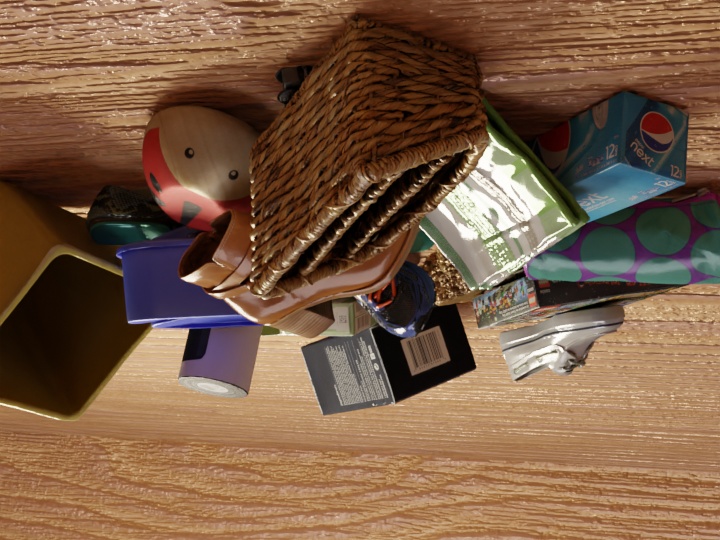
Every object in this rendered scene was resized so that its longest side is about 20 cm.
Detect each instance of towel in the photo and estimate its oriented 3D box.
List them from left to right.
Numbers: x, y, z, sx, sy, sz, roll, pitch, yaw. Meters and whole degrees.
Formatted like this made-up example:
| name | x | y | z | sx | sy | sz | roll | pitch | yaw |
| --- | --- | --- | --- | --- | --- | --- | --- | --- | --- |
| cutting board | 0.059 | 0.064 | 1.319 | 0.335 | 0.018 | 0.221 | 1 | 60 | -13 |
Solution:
| name | x | y | z | sx | sy | sz | roll | pitch | yaw |
| --- | --- | --- | --- | --- | --- | --- | --- | --- | --- |
| towel | 0.101 | -0.062 | 1.079 | 0.149 | 0.031 | 0.200 | 47 | 156 | -1 |

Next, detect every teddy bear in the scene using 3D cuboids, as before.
| name | x | y | z | sx | sy | sz | roll | pitch | yaw |
| --- | --- | --- | --- | --- | --- | --- | --- | --- | --- |
| teddy bear | 0.140 | -0.019 | 1.329 | 0.144 | 0.067 | 0.200 | -9 | 168 | -16 |

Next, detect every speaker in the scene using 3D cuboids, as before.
| name | x | y | z | sx | sy | sz | roll | pitch | yaw |
| --- | --- | --- | --- | --- | --- | --- | --- | --- | --- |
| speaker | -0.141 | 0.033 | 1.353 | 0.081 | 0.201 | 0.081 | 10 | 162 | 3 |

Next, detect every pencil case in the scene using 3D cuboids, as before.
| name | x | y | z | sx | sy | sz | roll | pitch | yaw |
| --- | --- | --- | --- | --- | --- | --- | --- | --- | --- |
| pencil case | 0.250 | -0.034 | 1.174 | 0.198 | 0.093 | 0.085 | 0 | -161 | 13 |

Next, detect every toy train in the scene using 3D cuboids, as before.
| name | x | y | z | sx | sy | sz | roll | pitch | yaw |
| --- | --- | --- | --- | --- | --- | --- | --- | --- | --- |
| toy train | -0.044 | -0.106 | 1.054 | 0.045 | 0.034 | 0.200 | -9 | 150 | -5 |

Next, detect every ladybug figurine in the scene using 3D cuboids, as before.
| name | x | y | z | sx | sy | sz | roll | pitch | yaw |
| --- | --- | --- | --- | --- | --- | --- | --- | --- | --- |
| ladybug figurine | -0.142 | -0.086 | 1.128 | 0.135 | 0.072 | 0.200 | 23 | 164 | -6 |

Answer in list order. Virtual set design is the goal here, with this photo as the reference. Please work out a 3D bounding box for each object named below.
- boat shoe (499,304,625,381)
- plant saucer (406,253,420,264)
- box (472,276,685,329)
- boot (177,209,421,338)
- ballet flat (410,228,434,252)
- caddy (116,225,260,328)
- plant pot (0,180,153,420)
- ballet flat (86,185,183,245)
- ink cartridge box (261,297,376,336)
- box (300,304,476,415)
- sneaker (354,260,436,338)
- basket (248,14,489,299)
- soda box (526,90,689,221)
| name | x | y | z | sx | sy | sz | roll | pitch | yaw |
| --- | --- | --- | --- | --- | --- | --- | --- | --- | --- |
| boat shoe | 0.235 | 0.086 | 1.403 | 0.073 | 0.067 | 0.200 | -7 | 172 | -27 |
| plant saucer | -0.029 | -0.007 | 1.472 | 0.199 | 0.037 | 0.201 | 7 | 164 | 2 |
| box | 0.242 | 0.023 | 1.357 | 0.199 | 0.038 | 0.136 | -8 | 171 | -24 |
| boot | -0.052 | -0.026 | 1.084 | 0.154 | 0.074 | 0.200 | 26 | 117 | -33 |
| ballet flat | 0.013 | -0.066 | 1.199 | 0.199 | 0.068 | 0.070 | 14 | 146 | -34 |
| caddy | -0.146 | 0.000 | 1.229 | 0.198 | 0.106 | 0.141 | -3 | 174 | 11 |
| plant pot | -0.362 | 0.012 | 1.343 | 0.200 | 0.196 | 0.194 | 47 | -170 | 34 |
| ballet flat | -0.187 | -0.057 | 1.302 | 0.198 | 0.075 | 0.074 | 8 | 164 | -10 |
| ink cartridge box | -0.075 | 0.052 | 1.576 | 0.198 | 0.048 | 0.145 | 0 | -172 | 21 |
| box | 0.035 | 0.119 | 1.668 | 0.147 | 0.105 | 0.200 | -19 | 180 | -34 |
| sneaker | 0.000 | 0.000 | 1.239 | 0.078 | 0.076 | 0.200 | 13 | -157 | -47 |
| basket | 0.012 | -0.066 | 0.945 | 0.142 | 0.150 | 0.200 | 14 | 144 | -27 |
| soda box | 0.191 | -0.086 | 1.051 | 0.067 | 0.065 | 0.200 | 13 | 163 | -22 |
